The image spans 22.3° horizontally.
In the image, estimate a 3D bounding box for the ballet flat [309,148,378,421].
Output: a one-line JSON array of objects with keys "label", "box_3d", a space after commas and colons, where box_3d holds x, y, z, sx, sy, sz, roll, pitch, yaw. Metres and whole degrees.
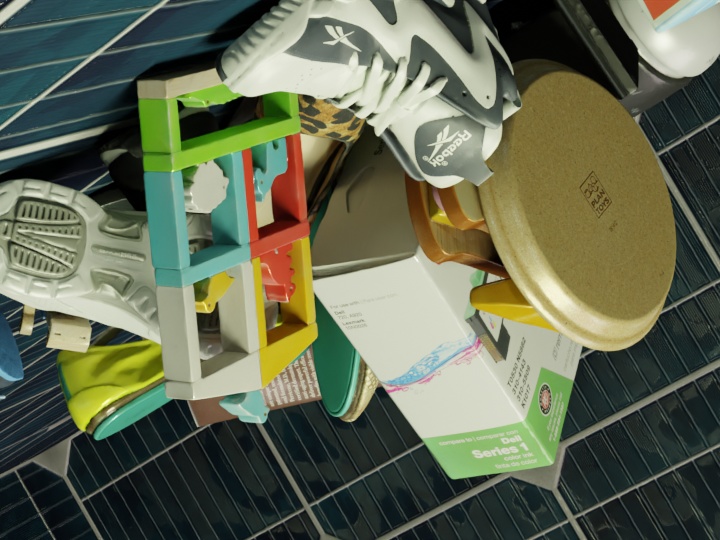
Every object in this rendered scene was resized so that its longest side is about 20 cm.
[{"label": "ballet flat", "box_3d": [0.000, 0.000, 1.234, 0.065, 0.200, 0.070, -4, 177, -36]}]

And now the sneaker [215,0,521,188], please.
[{"label": "sneaker", "box_3d": [0.019, -0.097, 0.986, 0.079, 0.130, 0.199, -33, 176, 37]}]

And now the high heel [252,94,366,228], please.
[{"label": "high heel", "box_3d": [-0.045, -0.046, 1.131, 0.071, 0.143, 0.200, 14, 173, -10]}]

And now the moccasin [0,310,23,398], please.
[{"label": "moccasin", "box_3d": [-0.271, 0.041, 1.128, 0.068, 0.081, 0.200, -26, 164, 6]}]

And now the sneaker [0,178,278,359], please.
[{"label": "sneaker", "box_3d": [-0.141, -0.002, 1.039, 0.200, 0.078, 0.099, 22, 168, -29]}]

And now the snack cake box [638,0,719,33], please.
[{"label": "snack cake box", "box_3d": [0.183, -0.208, 0.864, 0.067, 0.115, 0.200, -30, 178, -25]}]

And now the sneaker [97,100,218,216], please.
[{"label": "sneaker", "box_3d": [-0.102, -0.042, 1.089, 0.070, 0.090, 0.200, -30, 177, -6]}]

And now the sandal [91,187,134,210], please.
[{"label": "sandal", "box_3d": [-0.117, -0.021, 1.224, 0.200, 0.048, 0.075, -6, 141, -32]}]

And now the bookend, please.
[{"label": "bookend", "box_3d": [0.088, -0.123, 1.278, 0.200, 0.092, 0.199, -34, -173, 15]}]

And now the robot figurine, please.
[{"label": "robot figurine", "box_3d": [0.199, -0.184, 1.473, 0.200, 0.125, 0.150, -32, -140, 36]}]

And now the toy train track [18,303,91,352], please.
[{"label": "toy train track", "box_3d": [-0.188, 0.030, 1.132, 0.114, 0.033, 0.200, 9, -173, -14]}]

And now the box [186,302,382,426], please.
[{"label": "box", "box_3d": [-0.033, 0.037, 1.321, 0.200, 0.075, 0.100, -11, -140, 1]}]

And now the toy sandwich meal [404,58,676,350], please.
[{"label": "toy sandwich meal", "box_3d": [0.113, -0.037, 1.116, 0.070, 0.205, 0.205, -22, -176, 41]}]

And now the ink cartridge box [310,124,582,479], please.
[{"label": "ink cartridge box", "box_3d": [0.063, 0.014, 1.184, 0.084, 0.200, 0.145, -11, -140, 31]}]

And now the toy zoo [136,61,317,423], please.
[{"label": "toy zoo", "box_3d": [-0.069, -0.014, 0.998, 0.020, 0.200, 0.131, 3, -165, 29]}]

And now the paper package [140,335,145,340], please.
[{"label": "paper package", "box_3d": [-0.078, -0.031, 1.458, 0.190, 0.104, 0.200, -31, 177, 18]}]

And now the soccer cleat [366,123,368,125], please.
[{"label": "soccer cleat", "box_3d": [0.009, -0.131, 1.190, 0.084, 0.065, 0.200, 2, 172, -17]}]

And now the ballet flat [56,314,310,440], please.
[{"label": "ballet flat", "box_3d": [-0.115, 0.050, 1.193, 0.200, 0.067, 0.067, -20, 157, -45]}]
